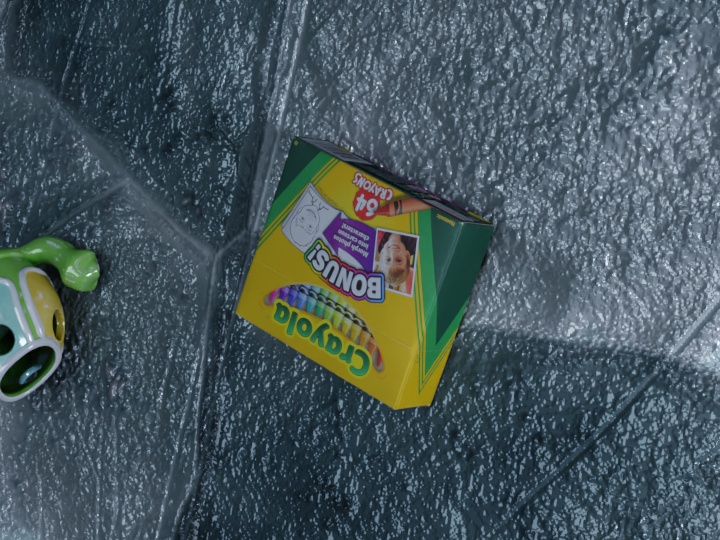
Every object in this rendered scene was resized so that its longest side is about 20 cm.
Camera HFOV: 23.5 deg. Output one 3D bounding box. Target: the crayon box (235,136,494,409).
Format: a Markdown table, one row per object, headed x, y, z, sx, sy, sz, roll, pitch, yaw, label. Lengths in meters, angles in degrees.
| x | y | z | sx | sy | sz | roll | pitch | yaw | label |
| --- | --- | --- | --- | --- | --- | --- | --- | --- | --- |
| 0.000 | 0.000 | 1.515 | 0.200 | 0.058 | 0.173 | 29 | 105 | 34 | crayon box |

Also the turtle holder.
| x | y | z | sx | sy | sz | roll | pitch | yaw | label |
| --- | --- | --- | --- | --- | --- | --- | --- | --- | --- |
| -0.352 | 0.052 | 1.747 | 0.132 | 0.185 | 0.141 | 44 | 146 | 30 | turtle holder |
